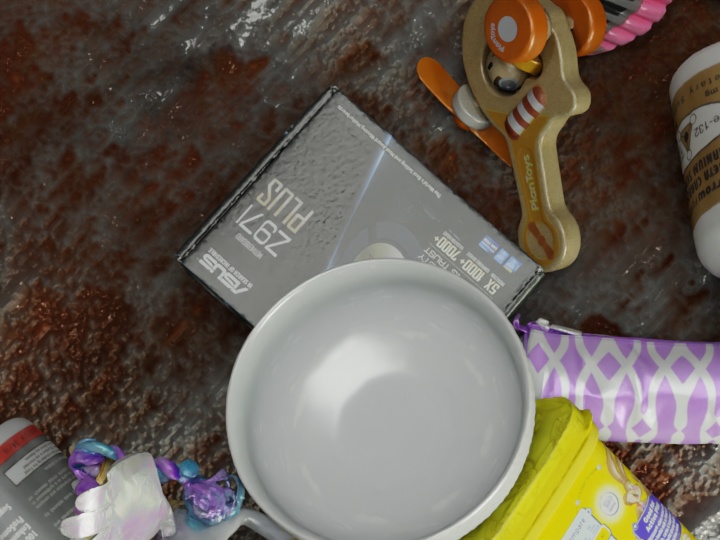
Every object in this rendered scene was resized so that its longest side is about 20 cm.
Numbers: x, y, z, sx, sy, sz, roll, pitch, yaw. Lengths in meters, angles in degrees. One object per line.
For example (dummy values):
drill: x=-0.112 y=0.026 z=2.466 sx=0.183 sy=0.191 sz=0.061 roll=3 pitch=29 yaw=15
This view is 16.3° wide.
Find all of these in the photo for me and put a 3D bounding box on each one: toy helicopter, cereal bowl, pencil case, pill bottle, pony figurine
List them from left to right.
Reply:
pill bottle: x=-0.201 y=0.206 z=1.705 sx=0.200 sy=0.116 sz=0.116 roll=44 pitch=85 yaw=5
pony figurine: x=-0.125 y=0.190 z=1.598 sx=0.200 sy=0.193 sz=0.167 roll=29 pitch=114 yaw=4
cereal bowl: x=0.017 y=0.096 z=1.637 sx=0.200 sy=0.083 sz=0.200 roll=-3 pitch=71 yaw=10
toy helicopter: x=0.109 y=-0.097 z=1.749 sx=0.079 sy=0.132 sz=0.200 roll=-11 pitch=91 yaw=-44
pencil case: x=0.196 y=0.077 z=1.732 sx=0.200 sy=0.084 sz=0.086 roll=4 pitch=92 yaw=-3
pill bottle: x=0.279 y=-0.050 z=1.706 sx=0.114 sy=0.114 sz=0.200 roll=-6 pitch=64 yaw=0

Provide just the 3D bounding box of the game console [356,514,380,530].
game console: x=0.004 y=0.292 z=1.692 sx=0.172 sy=0.119 sz=0.200 roll=-41 pitch=84 yaw=-4

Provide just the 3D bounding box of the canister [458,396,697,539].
canister: x=0.153 y=0.204 z=1.673 sx=0.200 sy=0.087 sz=0.149 roll=45 pitch=64 yaw=-19

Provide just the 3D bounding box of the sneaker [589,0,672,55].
sneaker: x=0.195 y=-0.242 z=1.780 sx=0.079 sy=0.095 sz=0.200 roll=31 pitch=108 yaw=-20

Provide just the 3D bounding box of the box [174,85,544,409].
box: x=0.000 y=0.000 z=1.743 sx=0.200 sy=0.086 sz=0.164 roll=42 pitch=86 yaw=5
